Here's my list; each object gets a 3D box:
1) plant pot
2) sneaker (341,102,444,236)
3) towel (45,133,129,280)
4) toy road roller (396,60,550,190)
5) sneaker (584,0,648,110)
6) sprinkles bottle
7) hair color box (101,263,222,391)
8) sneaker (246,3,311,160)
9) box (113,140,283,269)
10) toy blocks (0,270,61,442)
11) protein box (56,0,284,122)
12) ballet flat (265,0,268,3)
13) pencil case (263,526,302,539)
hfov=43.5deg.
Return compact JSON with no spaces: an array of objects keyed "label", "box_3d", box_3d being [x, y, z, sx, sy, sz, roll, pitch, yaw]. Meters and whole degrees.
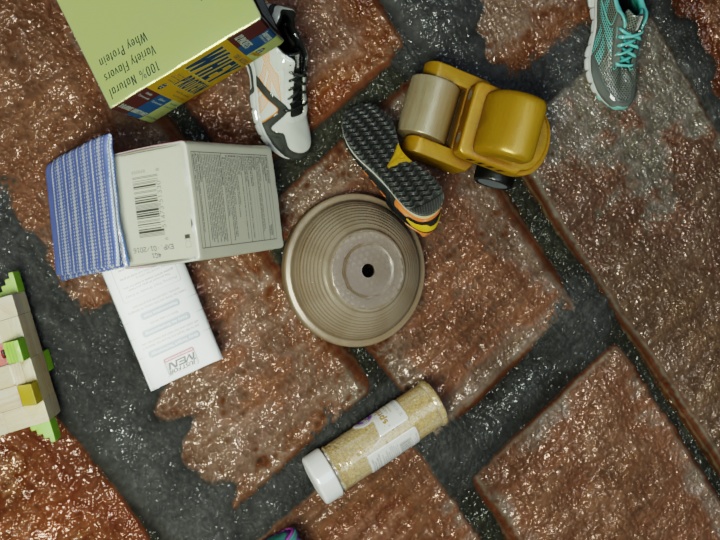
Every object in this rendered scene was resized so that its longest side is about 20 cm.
[{"label":"plant pot","box_3d":[0.000,0.000,1.175,0.196,0.093,0.206,0,91,-16]},{"label":"sneaker","box_3d":[0.036,-0.127,1.188,0.069,0.091,0.201,-30,65,-14]},{"label":"towel","box_3d":[-0.317,-0.067,1.042,0.023,0.198,0.149,-7,90,-37]},{"label":"toy road roller","box_3d":[0.159,-0.194,1.187,0.196,0.146,0.126,18,86,-14]},{"label":"sneaker","box_3d":[0.365,-0.332,1.269,0.076,0.091,0.205,-6,92,-13]},{"label":"sprinkles bottle","box_3d":[0.020,0.226,1.194,0.198,0.068,0.069,-31,98,-13]},{"label":"hair color box","box_3d":[-0.255,0.034,1.124,0.097,0.061,0.204,-23,95,-13]},{"label":"sneaker","box_3d":[-0.098,-0.234,1.130,0.074,0.079,0.204,-41,123,-43]},{"label":"box","box_3d":[-0.187,-0.078,1.059,0.107,0.199,0.131,-6,92,23]},{"label":"toy blocks","box_3d":[-0.447,0.119,1.066,0.134,0.100,0.205,-15,95,-3]},{"label":"protein box","box_3d":[-0.224,-0.312,1.021,0.196,0.135,0.203,-28,89,7]},{"label":"ballet flat","box_3d":[-0.185,-0.281,1.137,0.200,0.065,0.071,-45,96,-11]},{"label":"pencil case","box_3d":[-0.072,0.436,1.161,0.092,0.084,0.203,-36,99,-40]}]
